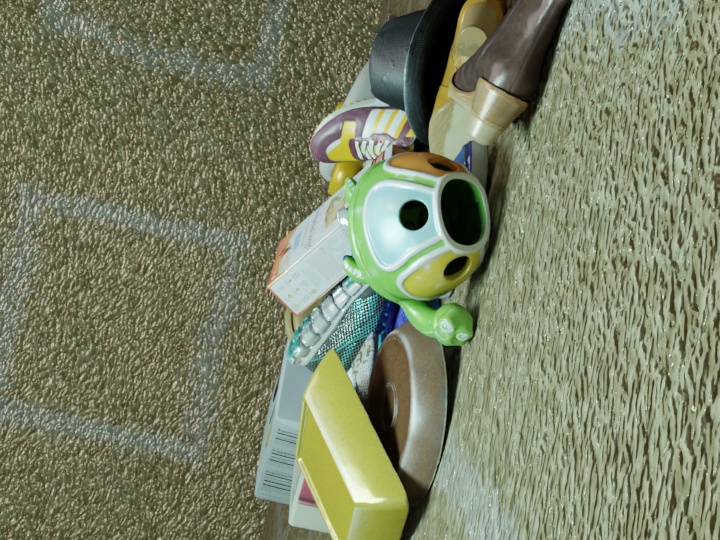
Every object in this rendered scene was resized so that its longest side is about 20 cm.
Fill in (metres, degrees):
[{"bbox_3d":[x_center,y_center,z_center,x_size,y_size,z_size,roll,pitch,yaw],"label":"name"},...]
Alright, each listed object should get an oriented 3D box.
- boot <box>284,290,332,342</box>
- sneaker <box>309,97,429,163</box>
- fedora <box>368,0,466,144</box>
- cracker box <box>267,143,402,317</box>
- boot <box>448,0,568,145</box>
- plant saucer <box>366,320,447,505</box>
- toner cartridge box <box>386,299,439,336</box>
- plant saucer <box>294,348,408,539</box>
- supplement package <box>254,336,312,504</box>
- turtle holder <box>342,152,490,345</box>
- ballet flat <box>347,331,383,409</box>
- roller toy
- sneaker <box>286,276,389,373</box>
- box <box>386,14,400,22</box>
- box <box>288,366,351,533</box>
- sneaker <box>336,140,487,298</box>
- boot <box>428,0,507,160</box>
[{"bbox_3d":[0.000,0.000,1.756,0.199,0.066,0.176,-30,35,41],"label":"boot"},{"bbox_3d":[0.032,-0.163,1.771,0.075,0.198,0.091,55,-161,-53],"label":"sneaker"},{"bbox_3d":[0.070,-0.243,1.651,0.200,0.091,0.203,-38,-47,-54],"label":"fedora"},{"bbox_3d":[-0.018,-0.050,1.713,0.200,0.058,0.134,-39,16,19],"label":"cracker box"},{"bbox_3d":[0.154,-0.221,1.405,0.200,0.072,0.167,-87,23,-67],"label":"boot"},{"bbox_3d":[0.043,0.147,1.522,0.200,0.034,0.203,-174,90,-73],"label":"plant saucer"},{"bbox_3d":[0.061,0.066,1.700,0.200,0.043,0.096,-92,17,-68],"label":"toner cartridge box"},{"bbox_3d":[-0.020,0.220,1.557,0.201,0.048,0.201,101,147,-54],"label":"plant saucer"},{"bbox_3d":[-0.053,0.201,2.008,0.201,0.146,0.192,107,173,-48],"label":"supplement package"},{"bbox_3d":[0.060,-0.029,1.435,0.131,0.140,0.187,-14,57,54],"label":"turtle holder"},{"bbox_3d":[0.001,0.172,1.648,0.072,0.071,0.203,-135,40,-83],"label":"ballet flat"},{"bbox_3d":[0.028,-0.184,1.918,0.201,0.139,0.182,-64,-2,8],"label":"roller toy"},{"bbox_3d":[0.004,0.052,1.688,0.200,0.091,0.078,-48,16,13],"label":"sneaker"},{"bbox_3d":[0.066,-0.263,2.100,0.075,0.099,0.202,118,164,-70],"label":"box"},{"bbox_3d":[-0.014,0.213,1.784,0.128,0.108,0.201,-87,11,-59],"label":"box"},{"bbox_3d":[0.050,-0.063,1.564,0.081,0.145,0.201,-86,10,-57],"label":"sneaker"},{"bbox_3d":[0.130,-0.219,1.605,0.144,0.070,0.203,-65,-14,-54],"label":"boot"}]
